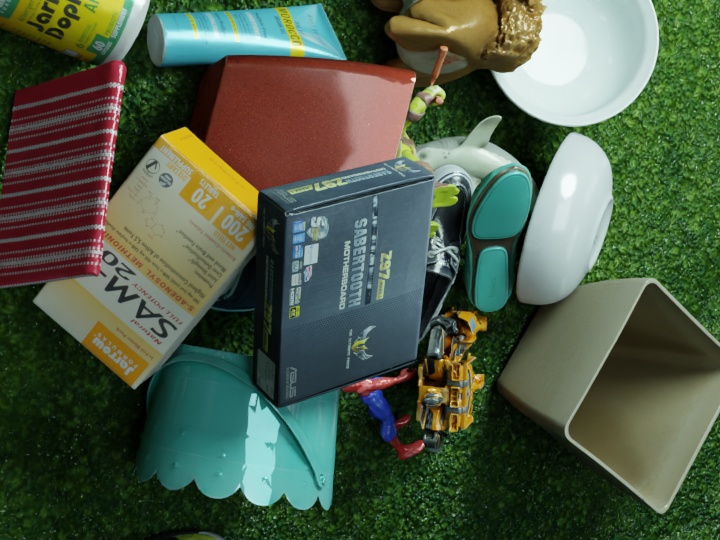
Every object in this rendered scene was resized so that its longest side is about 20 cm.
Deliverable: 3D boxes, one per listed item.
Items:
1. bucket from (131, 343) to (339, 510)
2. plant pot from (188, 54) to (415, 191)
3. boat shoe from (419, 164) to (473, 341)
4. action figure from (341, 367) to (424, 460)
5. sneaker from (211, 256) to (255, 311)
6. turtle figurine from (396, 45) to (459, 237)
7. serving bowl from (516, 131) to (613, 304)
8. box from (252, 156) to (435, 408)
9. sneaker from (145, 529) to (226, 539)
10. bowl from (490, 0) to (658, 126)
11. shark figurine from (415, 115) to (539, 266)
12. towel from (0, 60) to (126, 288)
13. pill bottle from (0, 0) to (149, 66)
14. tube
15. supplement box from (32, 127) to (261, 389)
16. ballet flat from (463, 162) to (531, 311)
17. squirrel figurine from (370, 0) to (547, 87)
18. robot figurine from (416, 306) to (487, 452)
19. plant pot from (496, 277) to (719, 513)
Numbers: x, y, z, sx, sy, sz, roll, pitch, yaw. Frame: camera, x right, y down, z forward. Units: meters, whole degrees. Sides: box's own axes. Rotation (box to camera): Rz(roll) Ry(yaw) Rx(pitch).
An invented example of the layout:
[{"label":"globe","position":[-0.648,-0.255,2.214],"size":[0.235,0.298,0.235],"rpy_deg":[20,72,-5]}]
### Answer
[{"label":"bucket","position":[-0.116,0.151,1.265],"size":[0.206,0.207,0.136],"rpy_deg":[12,84,-30]},{"label":"plant pot","position":[-0.078,-0.116,1.267],"size":[0.175,0.200,0.201],"rpy_deg":[16,88,-17]},{"label":"boat shoe","position":[0.078,-0.014,1.402],"size":[0.071,0.068,0.201],"rpy_deg":[19,101,-26]},{"label":"action figure","position":[0.030,0.115,1.371],"size":[0.099,0.065,0.200],"rpy_deg":[-37,136,3]},{"label":"sneaker","position":[-0.152,-0.002,1.274],"size":[0.199,0.108,0.070],"rpy_deg":[21,84,-28]},{"label":"turtle figurine","position":[0.043,-0.119,1.308],"size":[0.064,0.162,0.200],"rpy_deg":[12,130,-40]},{"label":"serving bowl","position":[0.240,-0.051,1.450],"size":[0.200,0.065,0.201],"rpy_deg":[18,90,-74]},{"label":"box","position":[-0.016,0.010,1.147],"size":[0.157,0.051,0.201],"rpy_deg":[-16,126,-33]},{"label":"sneaker","position":[-0.215,0.312,1.293],"size":[0.199,0.076,0.076],"rpy_deg":[-9,98,-30]},{"label":"bowl","position":[0.227,-0.257,1.457],"size":[0.200,0.090,0.202],"rpy_deg":[0,89,-8]},{"label":"shark figurine","position":[0.153,-0.110,1.460],"size":[0.214,0.090,0.128],"rpy_deg":[33,113,-20]},{"label":"towel","position":[-0.271,-0.085,1.159],"size":[0.022,0.144,0.201],"rpy_deg":[22,67,-50]},{"label":"pill bottle","position":[-0.298,-0.268,1.161],"size":[0.199,0.113,0.113],"rpy_deg":[20,86,-30]},{"label":"tube","position":[-0.115,-0.236,1.304],"size":[0.199,0.050,0.078],"rpy_deg":[-9,67,-29]},{"label":"supplement box","position":[-0.181,-0.011,1.158],"size":[0.126,0.074,0.200],"rpy_deg":[40,106,-1]},{"label":"ballet flat","position":[0.141,-0.048,1.400],"size":[0.067,0.071,0.201],"rpy_deg":[-4,131,-9]},{"label":"squirrel figurine","position":[0.107,-0.306,1.363],"size":[0.199,0.142,0.188],"rpy_deg":[0,74,5]},{"label":"robot figurine","position":[0.099,0.110,1.387],"size":[0.058,0.200,0.146],"rpy_deg":[4,103,10]},{"label":"plant pot","position":[0.281,0.129,1.492],"size":[0.200,0.177,0.200],"rpy_deg":[39,77,-31]}]
